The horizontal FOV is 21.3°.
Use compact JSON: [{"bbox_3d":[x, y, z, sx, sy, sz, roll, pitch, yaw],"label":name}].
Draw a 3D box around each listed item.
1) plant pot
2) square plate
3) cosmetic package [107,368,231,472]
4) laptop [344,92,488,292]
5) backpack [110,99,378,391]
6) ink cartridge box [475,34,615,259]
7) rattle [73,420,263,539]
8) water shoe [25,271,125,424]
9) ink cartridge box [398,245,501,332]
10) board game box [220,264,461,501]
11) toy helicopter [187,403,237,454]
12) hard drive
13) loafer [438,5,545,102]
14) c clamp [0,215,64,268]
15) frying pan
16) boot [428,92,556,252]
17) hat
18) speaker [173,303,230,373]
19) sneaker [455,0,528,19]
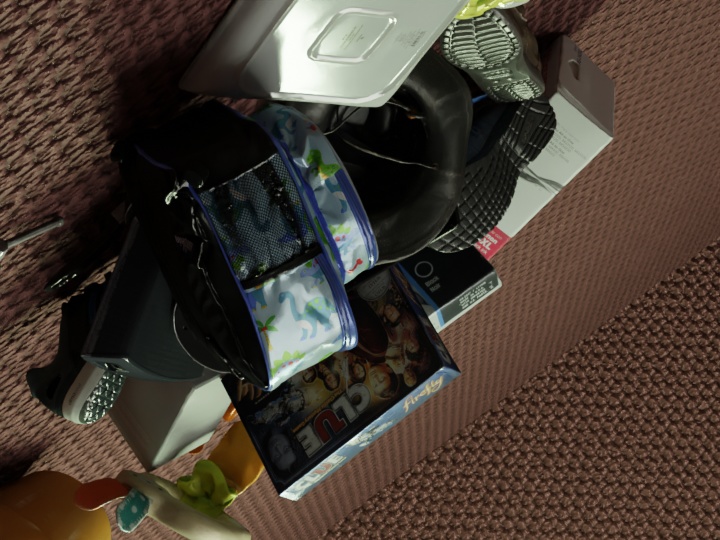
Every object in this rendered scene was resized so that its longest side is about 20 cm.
[{"bbox_3d":[-0.353,0.303,1.968,0.200,0.200,0.183,-46,179,32],"label":"plant pot"},{"bbox_3d":[-0.008,-0.185,1.426,0.197,0.029,0.200,1,145,-38],"label":"square plate"},{"bbox_3d":[-0.184,0.104,1.884,0.090,0.107,0.200,-25,164,-34],"label":"cosmetic package"},{"bbox_3d":[0.042,-0.068,1.784,0.187,0.201,0.116,-31,142,33],"label":"laptop"},{"bbox_3d":[-0.073,-0.022,1.434,0.146,0.201,0.183,-26,-161,-15],"label":"backpack"},{"bbox_3d":[0.167,-0.125,1.956,0.200,0.083,0.145,-44,-165,26],"label":"ink cartridge box"},{"bbox_3d":[-0.171,0.194,1.863,0.143,0.130,0.200,-48,135,9],"label":"rattle"},{"bbox_3d":[-0.219,0.031,1.645,0.201,0.079,0.072,-62,162,-12],"label":"water shoe"},{"bbox_3d":[0.000,0.000,1.856,0.198,0.200,0.043,-36,147,-11],"label":"ink cartridge box"},{"bbox_3d":[-0.021,0.097,1.750,0.200,0.136,0.035,-39,149,15],"label":"board game box"},{"bbox_3d":[-0.144,0.122,2.122,0.200,0.079,0.133,-40,167,-53],"label":"toy helicopter"},{"bbox_3d":[-0.161,0.031,1.605,0.136,0.042,0.200,-69,163,-2],"label":"hard drive"},{"bbox_3d":[0.115,-0.215,1.720,0.073,0.072,0.200,-7,162,14],"label":"loafer"},{"bbox_3d":[-0.331,0.043,1.483,0.170,0.027,0.200,-20,157,-52],"label":"c clamp"},{"bbox_3d":[-0.172,-0.052,1.564,0.190,0.031,0.115,-40,166,22],"label":"frying pan"},{"bbox_3d":[0.093,-0.092,1.837,0.200,0.070,0.131,-47,-153,-25],"label":"boot"},{"bbox_3d":[-0.001,-0.110,1.640,0.200,0.201,0.081,-34,-154,-13],"label":"hat"},{"bbox_3d":[-0.080,0.007,1.621,0.081,0.081,0.200,-47,180,35],"label":"speaker"},{"bbox_3d":[0.098,-0.253,1.503,0.199,0.076,0.105,-29,164,-27],"label":"sneaker"}]
